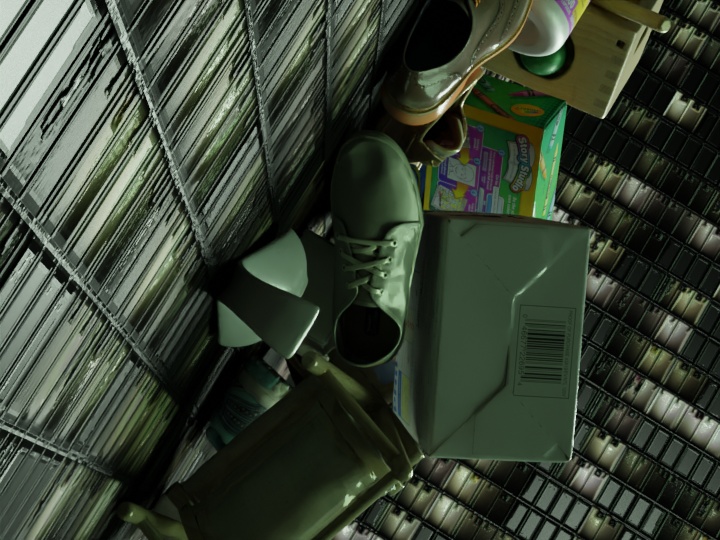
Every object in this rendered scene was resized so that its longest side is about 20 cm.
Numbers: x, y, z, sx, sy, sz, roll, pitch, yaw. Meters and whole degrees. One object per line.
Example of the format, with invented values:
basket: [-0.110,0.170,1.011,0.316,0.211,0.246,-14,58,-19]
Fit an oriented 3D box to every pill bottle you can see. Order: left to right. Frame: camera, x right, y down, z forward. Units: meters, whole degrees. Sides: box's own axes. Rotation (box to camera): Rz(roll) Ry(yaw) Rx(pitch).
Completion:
pill bottle: [0.178,-0.296,1.519,0.201,0.104,0.104,-58,176,-18]

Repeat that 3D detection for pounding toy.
pounding toy: [0.214,-0.252,1.661,0.200,0.183,0.143,-53,165,-52]

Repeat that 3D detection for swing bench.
swing bench: [-0.062,0.171,1.377,0.199,0.130,0.200,-40,174,3]

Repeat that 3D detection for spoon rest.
spoon rest: [-0.070,0.016,1.209,0.100,0.060,0.200,-58,-171,0]

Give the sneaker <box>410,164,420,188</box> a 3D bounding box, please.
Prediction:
sneaker: [0.022,-0.049,1.478,0.078,0.066,0.200,-31,173,-3]

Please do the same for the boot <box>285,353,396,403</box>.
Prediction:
boot: [-0.017,0.097,1.652,0.096,0.075,0.200,-22,-153,-3]

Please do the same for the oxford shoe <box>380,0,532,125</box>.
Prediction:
oxford shoe: [0.088,-0.204,1.351,0.201,0.071,0.073,-57,171,-23]

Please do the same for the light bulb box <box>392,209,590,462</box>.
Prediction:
light bulb box: [0.107,0.050,1.475,0.200,0.124,0.200,-146,-119,-82]

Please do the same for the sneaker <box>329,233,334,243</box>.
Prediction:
sneaker: [0.000,0.000,1.688,0.075,0.081,0.200,-53,171,-41]

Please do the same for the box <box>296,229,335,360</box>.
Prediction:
box: [-0.038,0.029,1.507,0.082,0.068,0.200,-57,175,-9]

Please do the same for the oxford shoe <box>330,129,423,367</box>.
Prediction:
oxford shoe: [0.009,-0.011,1.354,0.058,0.075,0.201,-56,149,-66]

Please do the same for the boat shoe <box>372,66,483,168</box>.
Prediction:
boat shoe: [0.056,-0.123,1.461,0.074,0.069,0.200,-44,166,-27]

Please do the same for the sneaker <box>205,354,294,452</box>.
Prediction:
sneaker: [-0.104,0.135,1.572,0.086,0.078,0.200,-44,168,-10]

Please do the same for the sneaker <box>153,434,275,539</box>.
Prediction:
sneaker: [-0.084,0.189,1.529,0.199,0.076,0.088,-19,173,19]

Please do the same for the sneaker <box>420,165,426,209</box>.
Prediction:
sneaker: [0.052,-0.104,1.735,0.201,0.078,0.066,-65,152,-9]

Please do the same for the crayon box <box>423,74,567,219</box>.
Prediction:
crayon box: [0.126,-0.084,1.660,0.058,0.118,0.201,-47,149,-46]
